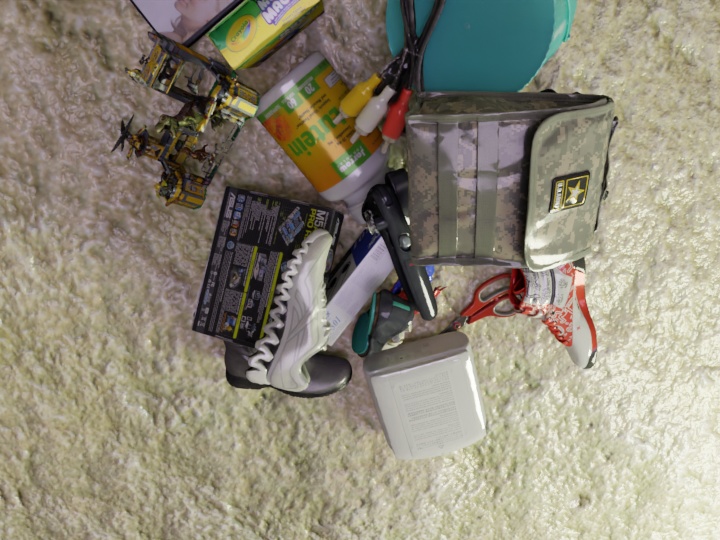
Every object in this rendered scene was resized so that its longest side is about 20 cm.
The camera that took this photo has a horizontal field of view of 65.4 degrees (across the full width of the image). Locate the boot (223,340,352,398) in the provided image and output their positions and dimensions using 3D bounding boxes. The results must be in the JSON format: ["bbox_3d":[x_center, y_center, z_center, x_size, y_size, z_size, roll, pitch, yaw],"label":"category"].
[{"bbox_3d":[-0.108,0.117,0.816,0.199,0.070,0.132,1,128,-5],"label":"boot"}]

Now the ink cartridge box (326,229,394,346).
[{"bbox_3d":[0.000,0.000,0.775,0.044,0.094,0.200,35,101,-16],"label":"ink cartridge box"}]

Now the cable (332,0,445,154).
[{"bbox_3d":[0.048,-0.211,0.588,0.097,0.050,0.200,29,134,-3],"label":"cable"}]

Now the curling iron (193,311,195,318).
[{"bbox_3d":[-0.146,0.067,0.838,0.199,0.026,0.050,0,132,-8],"label":"curling iron"}]

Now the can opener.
[{"bbox_3d":[0.057,-0.021,0.690,0.078,0.063,0.201,-21,113,-2],"label":"can opener"}]

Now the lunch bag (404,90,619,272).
[{"bbox_3d":[0.151,-0.092,0.573,0.199,0.118,0.165,2,120,12],"label":"lunch bag"}]

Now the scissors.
[{"bbox_3d":[0.154,0.071,0.863,0.199,0.014,0.073,-26,113,8],"label":"scissors"}]

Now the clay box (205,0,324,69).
[{"bbox_3d":[-0.097,-0.273,0.613,0.115,0.200,0.048,-35,109,11],"label":"clay box"}]

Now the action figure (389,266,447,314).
[{"bbox_3d":[0.081,0.016,0.799,0.051,0.066,0.201,-9,137,-35],"label":"action figure"}]

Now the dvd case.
[{"bbox_3d":[-0.193,-0.376,0.665,0.200,0.018,0.143,-35,108,10],"label":"dvd case"}]

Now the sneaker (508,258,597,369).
[{"bbox_3d":[0.280,0.063,0.830,0.107,0.067,0.202,-16,106,-7],"label":"sneaker"}]

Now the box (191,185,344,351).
[{"bbox_3d":[-0.123,0.003,0.739,0.159,0.044,0.201,13,90,15],"label":"box"}]

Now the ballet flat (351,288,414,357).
[{"bbox_3d":[0.033,0.081,0.776,0.073,0.200,0.073,3,68,-8],"label":"ballet flat"}]

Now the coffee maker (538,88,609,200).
[{"bbox_3d":[0.197,-0.133,0.716,0.199,0.192,0.135,-12,92,23],"label":"coffee maker"}]

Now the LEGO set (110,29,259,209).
[{"bbox_3d":[-0.225,-0.180,0.663,0.116,0.154,0.200,15,126,-45],"label":"LEGO set"}]

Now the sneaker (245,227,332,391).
[{"bbox_3d":[-0.067,0.049,0.668,0.081,0.075,0.201,21,96,3],"label":"sneaker"}]

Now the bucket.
[{"bbox_3d":[0.131,-0.286,0.616,0.206,0.135,0.208,13,129,16],"label":"bucket"}]

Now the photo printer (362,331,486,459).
[{"bbox_3d":[0.107,0.205,0.874,0.165,0.070,0.201,-16,116,3],"label":"photo printer"}]

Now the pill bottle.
[{"bbox_3d":[-0.032,-0.160,0.708,0.111,0.111,0.200,-37,109,11],"label":"pill bottle"}]
